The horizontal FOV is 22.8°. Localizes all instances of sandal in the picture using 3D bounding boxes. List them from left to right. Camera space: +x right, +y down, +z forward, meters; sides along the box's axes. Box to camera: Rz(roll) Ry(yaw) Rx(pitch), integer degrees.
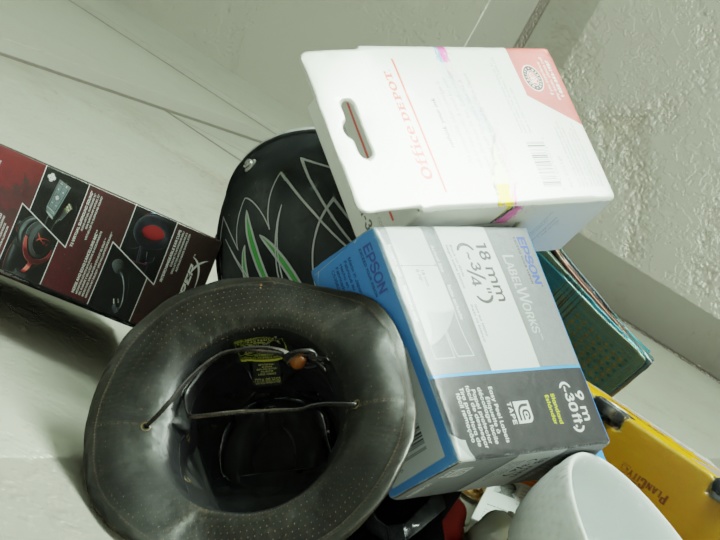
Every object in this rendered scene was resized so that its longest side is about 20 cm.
[{"bbox_3d":[0.020,0.137,1.027,0.075,0.043,0.200,10,22,5],"label":"sandal"}]

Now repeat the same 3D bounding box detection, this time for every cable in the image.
[{"bbox_3d":[0.051,0.173,1.031,0.097,0.051,0.200,32,13,7],"label":"cable"}]

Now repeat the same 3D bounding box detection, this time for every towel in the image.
[{"bbox_3d":[0.141,0.069,1.500,0.147,0.200,0.022,49,46,6],"label":"towel"}]

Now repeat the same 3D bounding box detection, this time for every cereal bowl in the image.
[{"bbox_3d":[0.145,0.206,1.001,0.200,0.083,0.200,48,17,-20],"label":"cereal bowl"}]

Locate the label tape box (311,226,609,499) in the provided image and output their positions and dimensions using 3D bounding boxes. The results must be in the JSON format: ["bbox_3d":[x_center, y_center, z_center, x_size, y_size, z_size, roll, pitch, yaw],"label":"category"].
[{"bbox_3d":[0.081,0.050,1.054,0.199,0.063,0.145,-1,64,-45],"label":"label tape box"}]

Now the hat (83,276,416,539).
[{"bbox_3d":[-0.056,0.099,0.967,0.200,0.200,0.081,36,-29,35],"label":"hat"}]

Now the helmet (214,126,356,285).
[{"bbox_3d":[0.000,0.000,1.186,0.199,0.201,0.190,33,27,24],"label":"helmet"}]

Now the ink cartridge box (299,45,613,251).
[{"bbox_3d":[0.046,-0.072,1.093,0.199,0.067,0.117,-4,63,-37],"label":"ink cartridge box"}]

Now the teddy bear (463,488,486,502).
[{"bbox_3d":[0.064,0.113,1.438,0.144,0.067,0.200,22,10,-30],"label":"teddy bear"}]

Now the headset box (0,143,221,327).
[{"bbox_3d":[-0.210,-0.028,1.166,0.199,0.076,0.148,24,-5,-22],"label":"headset box"}]

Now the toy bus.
[{"bbox_3d":[0.193,0.142,1.188,0.200,0.065,0.078,35,5,39],"label":"toy bus"}]

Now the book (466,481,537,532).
[{"bbox_3d":[0.161,0.165,1.268,0.133,0.048,0.200,17,22,13],"label":"book"}]
